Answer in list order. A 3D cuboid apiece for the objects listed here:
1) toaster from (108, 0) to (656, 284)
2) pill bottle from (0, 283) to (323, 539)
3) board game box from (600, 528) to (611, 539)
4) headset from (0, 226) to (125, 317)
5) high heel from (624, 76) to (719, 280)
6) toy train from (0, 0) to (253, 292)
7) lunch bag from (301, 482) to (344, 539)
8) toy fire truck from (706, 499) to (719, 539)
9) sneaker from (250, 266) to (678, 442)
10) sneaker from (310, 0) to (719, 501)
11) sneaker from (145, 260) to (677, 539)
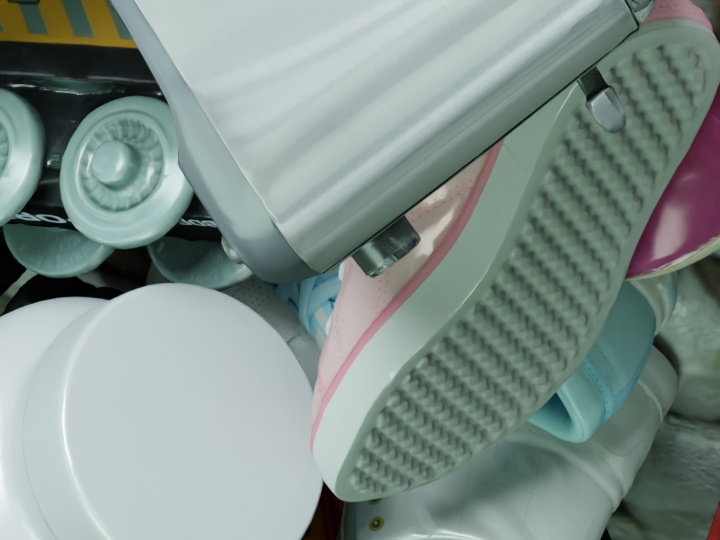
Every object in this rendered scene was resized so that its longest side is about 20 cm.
[{"bbox_3d":[-0.013,-0.105,0.654,0.200,0.129,0.114,59,-174,-1],"label":"toaster"},{"bbox_3d":[-0.107,0.074,0.868,0.116,0.116,0.200,39,146,-21],"label":"pill bottle"},{"bbox_3d":[0.035,0.158,0.994,0.023,0.105,0.200,11,128,-28],"label":"board game box"},{"bbox_3d":[-0.139,0.021,0.974,0.123,0.094,0.200,37,130,5],"label":"headset"},{"bbox_3d":[0.101,-0.055,0.767,0.200,0.067,0.096,-11,109,57],"label":"high heel"},{"bbox_3d":[-0.099,-0.059,0.832,0.200,0.114,0.085,5,169,25],"label":"toy train"},{"bbox_3d":[-0.085,0.144,0.995,0.200,0.176,0.082,-23,116,7],"label":"lunch bag"},{"bbox_3d":[0.109,0.152,1.049,0.141,0.049,0.200,10,145,20],"label":"toy fire truck"},{"bbox_3d":[0.000,0.000,0.877,0.200,0.082,0.074,16,145,14],"label":"sneaker"},{"bbox_3d":[0.027,-0.029,0.783,0.075,0.105,0.200,-5,138,-36],"label":"sneaker"},{"bbox_3d":[-0.003,0.055,0.927,0.200,0.116,0.074,14,148,21],"label":"sneaker"}]
